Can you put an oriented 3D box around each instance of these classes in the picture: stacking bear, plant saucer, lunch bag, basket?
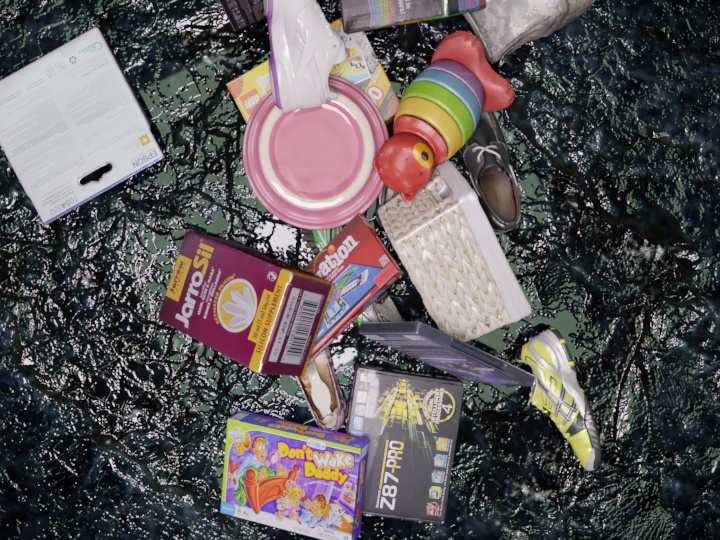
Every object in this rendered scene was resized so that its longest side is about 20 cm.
[{"bbox_3d":[0.091,-0.186,1.006,0.121,0.113,0.202,45,68,-25],"label":"stacking bear"},{"bbox_3d":[-0.057,-0.156,1.014,0.195,0.051,0.206,0,93,-4],"label":"plant saucer"},{"bbox_3d":[0.199,-0.400,1.046,0.166,0.139,0.203,-30,92,-1],"label":"lunch bag"},{"bbox_3d":[0.120,-0.016,1.031,0.122,0.136,0.202,-29,116,5],"label":"basket"}]

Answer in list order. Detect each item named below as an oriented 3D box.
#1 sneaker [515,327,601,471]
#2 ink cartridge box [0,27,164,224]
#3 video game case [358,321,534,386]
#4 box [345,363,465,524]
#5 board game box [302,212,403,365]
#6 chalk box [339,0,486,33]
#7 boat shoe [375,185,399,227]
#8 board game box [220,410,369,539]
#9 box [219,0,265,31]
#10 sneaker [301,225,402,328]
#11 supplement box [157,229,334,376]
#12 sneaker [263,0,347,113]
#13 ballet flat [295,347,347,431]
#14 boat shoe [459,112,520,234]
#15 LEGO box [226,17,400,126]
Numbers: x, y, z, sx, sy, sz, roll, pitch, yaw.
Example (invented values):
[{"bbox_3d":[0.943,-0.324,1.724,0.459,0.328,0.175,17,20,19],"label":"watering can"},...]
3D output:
[{"bbox_3d":[0.283,0.187,1.106,0.075,0.075,0.204,-21,82,7],"label":"sneaker"},{"bbox_3d":[-0.399,-0.199,1.085,0.193,0.043,0.203,-28,94,-2],"label":"ink cartridge box"},{"bbox_3d":[0.112,0.110,1.024,0.197,0.142,0.019,25,74,-27],"label":"video game case"},{"bbox_3d":[0.055,0.244,1.105,0.157,0.049,0.205,10,92,-4],"label":"box"},{"bbox_3d":[-0.042,0.031,1.031,0.200,0.019,0.104,-45,60,17],"label":"board game box"},{"bbox_3d":[0.080,-0.378,0.974,0.196,0.123,0.128,3,111,32],"label":"chalk box"},{"bbox_3d":[0.073,-0.154,1.091,0.065,0.057,0.204,20,91,-2],"label":"boat shoe"},{"bbox_3d":[-0.092,0.282,1.070,0.195,0.045,0.138,8,98,17],"label":"board game box"},{"bbox_3d":[-0.115,-0.390,1.007,0.157,0.200,0.045,-25,90,0],"label":"box"},{"bbox_3d":[0.000,0.000,1.071,0.084,0.078,0.202,-31,93,24],"label":"sneaker"},{"bbox_3d":[-0.151,0.041,1.024,0.197,0.102,0.134,20,92,33],"label":"supplement box"},{"bbox_3d":[-0.066,-0.295,0.934,0.097,0.075,0.204,-7,120,-9],"label":"sneaker"},{"bbox_3d":[-0.069,0.132,1.089,0.068,0.071,0.204,-23,92,-6],"label":"ballet flat"},{"bbox_3d":[0.181,-0.154,1.090,0.070,0.068,0.205,-14,88,0],"label":"boat shoe"},{"bbox_3d":[-0.061,-0.233,1.075,0.197,0.077,0.151,-30,93,-1],"label":"LEGO box"}]
